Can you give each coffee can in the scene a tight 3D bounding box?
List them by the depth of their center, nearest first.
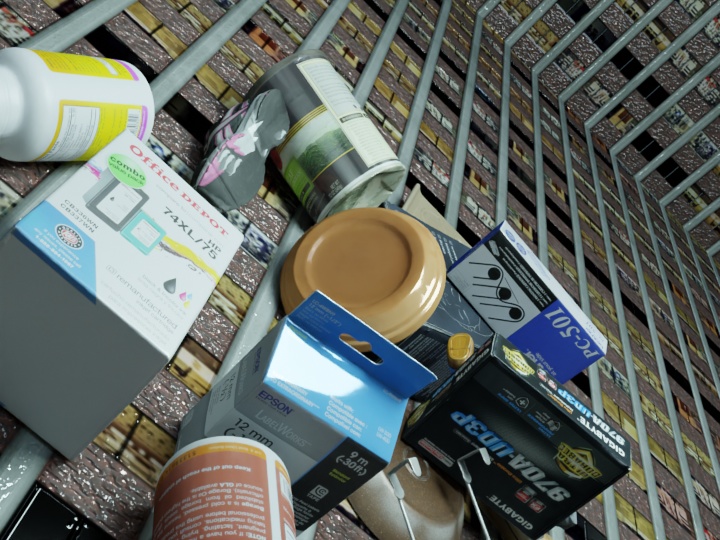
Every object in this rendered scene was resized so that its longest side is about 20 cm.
[{"bbox_3d":[-0.051,-0.173,1.227,0.201,0.146,0.146,55,28,12],"label":"coffee can"}]

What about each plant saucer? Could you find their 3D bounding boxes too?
[{"bbox_3d":[0.052,0.221,0.998,0.199,0.037,0.202,36,30,-25],"label":"plant saucer"},{"bbox_3d":[0.000,0.000,1.048,0.038,0.196,0.203,75,-2,-51],"label":"plant saucer"}]

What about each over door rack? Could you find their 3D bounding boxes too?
[{"bbox_3d":[0.087,0.288,0.909,0.146,0.066,0.204,6,70,-52],"label":"over door rack"}]

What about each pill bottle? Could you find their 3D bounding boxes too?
[{"bbox_3d":[-0.098,0.226,0.653,0.111,0.112,0.201,34,21,-25],"label":"pill bottle"},{"bbox_3d":[-0.303,-0.160,0.885,0.105,0.104,0.199,55,28,13],"label":"pill bottle"}]

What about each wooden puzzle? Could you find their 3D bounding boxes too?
[{"bbox_3d":[0.121,-0.021,1.405,0.201,0.046,0.186,50,27,-9],"label":"wooden puzzle"}]

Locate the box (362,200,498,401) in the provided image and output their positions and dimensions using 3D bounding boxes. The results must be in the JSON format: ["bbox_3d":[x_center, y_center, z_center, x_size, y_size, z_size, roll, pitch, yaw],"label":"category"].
[{"bbox_3d":[0.081,0.051,1.160,0.195,0.124,0.202,24,37,-38],"label":"box"}]

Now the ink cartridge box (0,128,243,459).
[{"bbox_3d":[-0.215,0.012,0.747,0.146,0.146,0.201,42,27,-13],"label":"ink cartridge box"}]

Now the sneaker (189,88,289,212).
[{"bbox_3d":[-0.161,-0.142,1.115,0.201,0.085,0.081,-59,134,-43],"label":"sneaker"}]

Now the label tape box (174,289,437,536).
[{"bbox_3d":[-0.049,0.130,0.783,0.142,0.200,0.067,35,31,-22],"label":"label tape box"}]

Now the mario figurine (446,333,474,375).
[{"bbox_3d":[0.146,0.160,1.074,0.104,0.203,0.123,-20,37,-21],"label":"mario figurine"}]

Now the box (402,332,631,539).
[{"bbox_3d":[0.169,0.184,0.985,0.199,0.159,0.046,39,32,-7],"label":"box"}]

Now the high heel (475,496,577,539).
[{"bbox_3d":[0.197,0.346,1.041,0.140,0.072,0.203,18,44,-20],"label":"high heel"}]

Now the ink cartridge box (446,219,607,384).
[{"bbox_3d":[0.207,0.047,1.123,0.200,0.094,0.044,48,27,-3],"label":"ink cartridge box"}]
